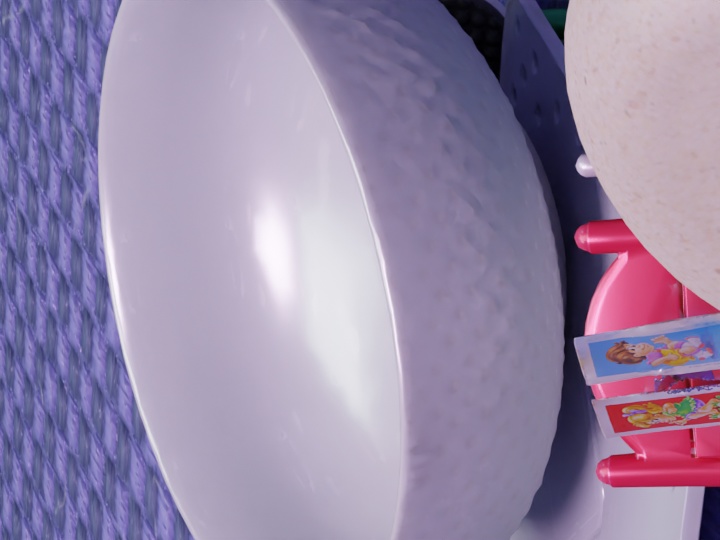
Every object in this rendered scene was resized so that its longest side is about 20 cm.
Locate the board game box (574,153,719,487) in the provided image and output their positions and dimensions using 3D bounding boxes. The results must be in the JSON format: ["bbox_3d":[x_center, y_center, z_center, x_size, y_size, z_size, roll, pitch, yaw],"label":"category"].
[{"bbox_3d":[0.069,0.002,0.614,0.200,0.039,0.158,70,-159,-55],"label":"board game box"}]

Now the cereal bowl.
[{"bbox_3d":[0.000,0.000,0.841,0.200,0.083,0.200,35,130,56],"label":"cereal bowl"}]

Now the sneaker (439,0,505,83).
[{"bbox_3d":[0.017,-0.009,0.970,0.080,0.074,0.200,-96,16,-65],"label":"sneaker"}]

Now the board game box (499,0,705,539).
[{"bbox_3d":[0.070,0.049,0.837,0.200,0.026,0.200,-112,22,-60],"label":"board game box"}]

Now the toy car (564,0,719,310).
[{"bbox_3d":[0.137,-0.083,0.488,0.177,0.184,0.200,-17,29,37],"label":"toy car"}]
